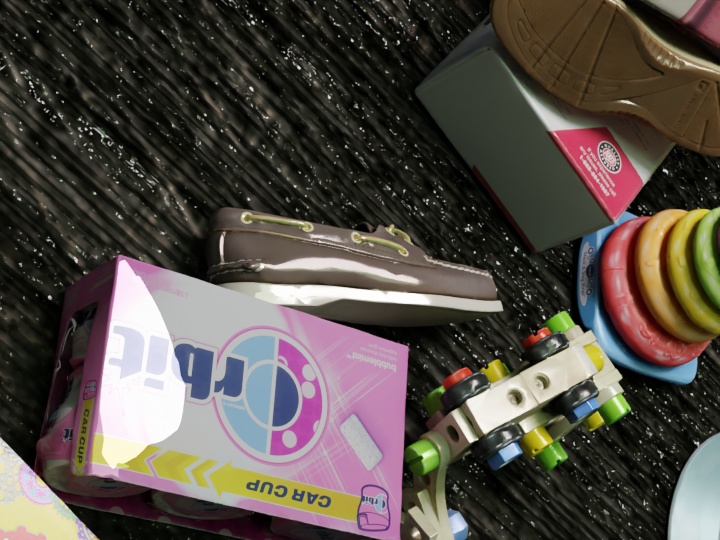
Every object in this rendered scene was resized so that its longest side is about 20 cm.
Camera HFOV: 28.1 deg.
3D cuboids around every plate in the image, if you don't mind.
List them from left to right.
[{"bbox_3d":[0.297,0.212,1.033,0.199,0.026,0.201,13,68,-35],"label":"plate"}]

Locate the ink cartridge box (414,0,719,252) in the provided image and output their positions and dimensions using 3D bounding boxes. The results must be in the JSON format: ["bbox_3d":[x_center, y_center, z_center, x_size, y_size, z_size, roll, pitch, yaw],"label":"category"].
[{"bbox_3d":[0.152,-0.133,1.001,0.145,0.083,0.200,52,51,-11],"label":"ink cartridge box"}]

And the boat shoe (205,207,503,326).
[{"bbox_3d":[0.000,0.000,0.849,0.199,0.072,0.060,3,75,-31],"label":"boat shoe"}]

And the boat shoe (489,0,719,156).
[{"bbox_3d":[0.166,-0.137,0.923,0.199,0.071,0.065,27,26,-19],"label":"boat shoe"}]

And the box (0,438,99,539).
[{"bbox_3d":[-0.210,0.175,0.544,0.122,0.192,0.200,50,51,-13],"label":"box"}]

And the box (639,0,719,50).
[{"bbox_3d":[0.254,-0.200,0.946,0.199,0.109,0.128,23,17,-29],"label":"box"}]

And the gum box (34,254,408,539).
[{"bbox_3d":[-0.072,0.076,0.766,0.199,0.066,0.114,19,63,-32],"label":"gum box"}]

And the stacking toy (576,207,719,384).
[{"bbox_3d":[0.248,-0.004,0.955,0.109,0.200,0.117,20,64,-31],"label":"stacking toy"}]

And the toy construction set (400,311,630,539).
[{"bbox_3d":[0.081,0.097,0.850,0.092,0.131,0.200,45,56,6],"label":"toy construction set"}]
